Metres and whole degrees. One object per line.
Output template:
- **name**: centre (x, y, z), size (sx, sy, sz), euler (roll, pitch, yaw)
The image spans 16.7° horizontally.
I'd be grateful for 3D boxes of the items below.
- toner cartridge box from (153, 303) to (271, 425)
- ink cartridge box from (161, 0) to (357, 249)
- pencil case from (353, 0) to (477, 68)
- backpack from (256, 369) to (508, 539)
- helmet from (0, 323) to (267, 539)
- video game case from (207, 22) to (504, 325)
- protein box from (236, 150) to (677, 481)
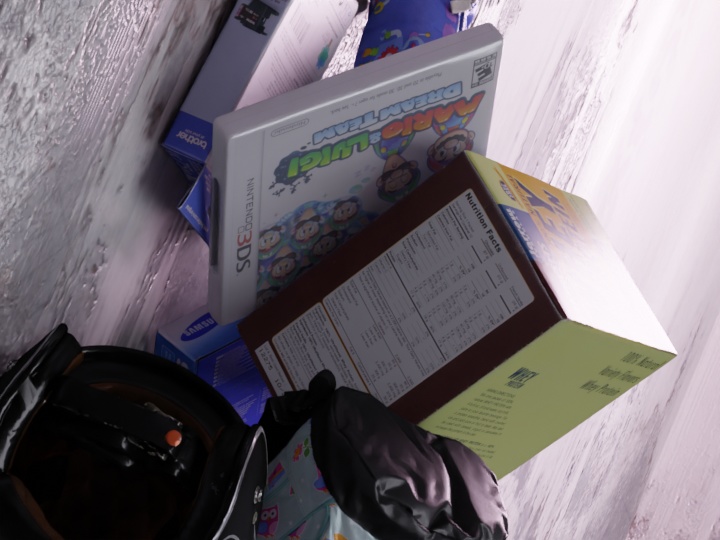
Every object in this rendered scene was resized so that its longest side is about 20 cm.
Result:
- **toner cartridge box**: centre (-0.058, 0.049, 1.711), size (0.200, 0.043, 0.095), euler (-27, 139, -38)
- **ink cartridge box**: centre (-0.070, -0.113, 1.580), size (0.201, 0.042, 0.119), euler (-65, 163, -11)
- **pencil case**: centre (0.036, -0.128, 1.718), size (0.078, 0.087, 0.201), euler (44, 42, -37)
- **backpack**: centre (-0.026, 0.178, 1.504), size (0.200, 0.167, 0.127), euler (-42, -149, 24)
- **helmet**: centre (-0.147, 0.133, 1.411), size (0.201, 0.199, 0.191), euler (-62, 179, -16)
- **video game case**: centre (-0.005, -0.060, 1.574), size (0.199, 0.024, 0.183), euler (-21, 144, -21)
- **protein box**: centre (0.066, 0.046, 1.633), size (0.200, 0.135, 0.198), euler (-37, 157, 19)
